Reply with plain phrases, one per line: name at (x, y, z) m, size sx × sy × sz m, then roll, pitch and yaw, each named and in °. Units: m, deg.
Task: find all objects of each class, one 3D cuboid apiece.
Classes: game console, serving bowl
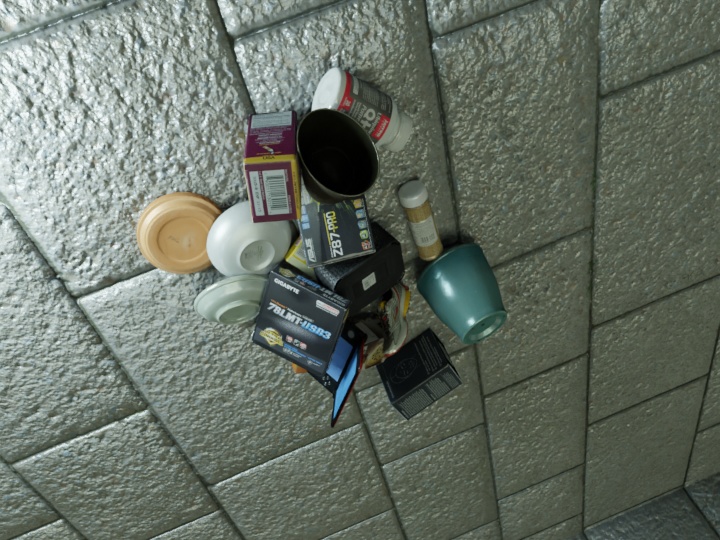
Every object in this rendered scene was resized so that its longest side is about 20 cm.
game console at (-0.067, 0.230, 1.505) m, size 0.118 × 0.171 × 0.204 m, roll -25°, pitch 146°, yaw -55°
serving bowl at (-0.239, -0.053, 1.410) m, size 0.195 × 0.066 × 0.204 m, roll -18°, pitch 135°, yaw -18°

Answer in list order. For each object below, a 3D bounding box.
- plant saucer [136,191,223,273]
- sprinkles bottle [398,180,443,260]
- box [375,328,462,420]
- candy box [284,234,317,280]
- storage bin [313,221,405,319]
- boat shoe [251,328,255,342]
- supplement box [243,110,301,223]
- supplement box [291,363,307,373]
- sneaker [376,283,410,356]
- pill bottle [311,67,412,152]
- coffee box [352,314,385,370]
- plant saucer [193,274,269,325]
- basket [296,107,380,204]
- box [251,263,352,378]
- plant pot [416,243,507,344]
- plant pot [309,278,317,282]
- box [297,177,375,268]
plant saucer at (-0.386, -0.075, 1.383) m, size 0.194 × 0.033 × 0.205 m, roll -10°, pitch 128°, yaw -13°
sprinkles bottle at (0.147, -0.117, 1.527) m, size 0.067 × 0.069 × 0.203 m, roll -24°, pitch 131°, yaw -1°
box at (0.164, 0.294, 1.795) m, size 0.198 × 0.150 × 0.107 m, roll -35°, pitch 130°, yaw 9°
candy box at (-0.081, -0.084, 1.464) m, size 0.101 × 0.026 × 0.202 m, roll 33°, pitch 96°, yaw -41°
storage bin at (0.000, 0.000, 1.502) m, size 0.198 × 0.093 × 0.137 m, roll -35°, pitch 139°, yaw -18°
boat shoe at (-0.198, 0.112, 1.531) m, size 0.070 × 0.071 × 0.202 m, roll 11°, pitch 126°, yaw -44°
supplement box at (-0.168, -0.207, 1.244) m, size 0.100 × 0.203 × 0.134 m, roll -4°, pitch 128°, yaw -2°
supplement box at (-0.132, 0.163, 1.604) m, size 0.065 × 0.069 × 0.205 m, roll -2°, pitch 125°, yaw -21°
sneaker at (0.072, 0.123, 1.617) m, size 0.081 × 0.205 × 0.077 m, roll 22°, pitch 146°, yaw -26°
pill bottle at (0.007, -0.319, 1.292) m, size 0.196 × 0.112 × 0.112 m, roll 20°, pitch 118°, yaw -31°
coffee box at (-0.003, 0.197, 1.652) m, size 0.197 × 0.080 × 0.115 m, roll -12°, pitch 136°, yaw -49°
plant saucer at (-0.287, 0.081, 1.476) m, size 0.194 × 0.051 × 0.201 m, roll -17°, pitch 156°, yaw -7°
basket at (-0.054, -0.207, 1.264) m, size 0.136 × 0.200 × 0.181 m, roll -45°, pitch 91°, yaw -10°
box at (-0.137, 0.117, 1.450) m, size 0.196 × 0.050 × 0.202 m, roll 26°, pitch 120°, yaw 8°
plant pot at (0.270, 0.072, 1.603) m, size 0.195 × 0.191 × 0.202 m, roll -22°, pitch 150°, yaw -13°
plant pot at (-0.108, 0.092, 1.619) m, size 0.194 × 0.028 × 0.204 m, roll -10°, pitch 129°, yaw -12°
box at (-0.062, -0.123, 1.396) m, size 0.156 × 0.049 × 0.207 m, roll -12°, pitch 97°, yaw -8°
